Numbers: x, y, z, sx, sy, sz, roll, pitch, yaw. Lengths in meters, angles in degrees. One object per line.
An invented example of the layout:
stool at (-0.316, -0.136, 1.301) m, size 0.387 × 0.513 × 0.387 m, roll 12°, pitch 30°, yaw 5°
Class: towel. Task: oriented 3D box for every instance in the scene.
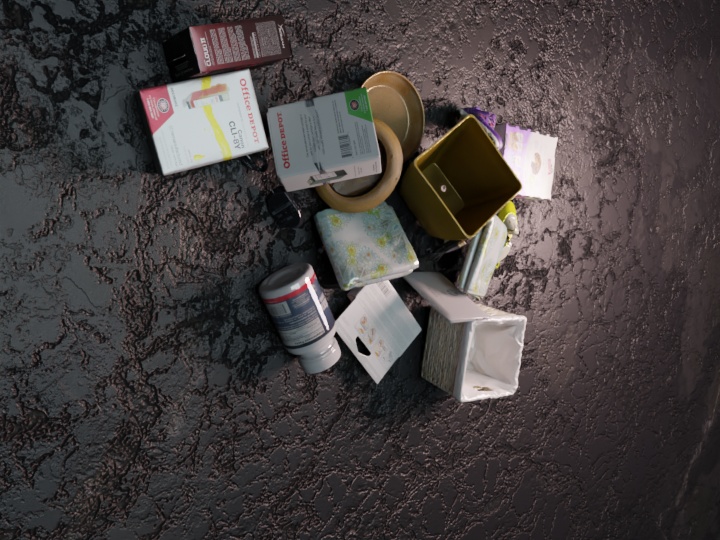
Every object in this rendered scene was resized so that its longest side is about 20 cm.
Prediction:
towel at (0.295, -0.032, 1.481) m, size 0.171 × 0.047 × 0.204 m, roll 20°, pitch 88°, yaw -67°
towel at (0.014, -0.058, 1.310) m, size 0.197 × 0.048 × 0.174 m, roll -13°, pitch 68°, yaw -32°

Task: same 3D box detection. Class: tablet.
tablet at (0.194, 0.057, 1.424) m, size 0.128 × 0.200 × 0.014 m, roll -1°, pitch 122°, yaw -34°

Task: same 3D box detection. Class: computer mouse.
computer mouse at (0.224, -0.088, 1.466) m, size 0.044 × 0.109 × 0.200 m, roll 56°, pitch 30°, yaw -5°
computer mouse at (-0.177, -0.169, 1.232) m, size 0.202 × 0.058 × 0.034 m, roll 57°, pitch 25°, yaw -21°

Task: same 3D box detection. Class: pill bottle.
pill bottle at (-0.115, 0.099, 1.256) m, size 0.119 × 0.119 × 0.203 m, roll -33°, pitch 114°, yaw -26°

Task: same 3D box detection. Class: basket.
basket at (0.271, 0.192, 1.501) m, size 0.195 × 0.160 × 0.205 m, roll 1°, pitch 100°, yaw -35°

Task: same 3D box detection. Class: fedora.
fedora at (-0.009, -0.220, 1.289) m, size 0.196 × 0.082 × 0.205 m, roll 0°, pitch 96°, yaw -2°

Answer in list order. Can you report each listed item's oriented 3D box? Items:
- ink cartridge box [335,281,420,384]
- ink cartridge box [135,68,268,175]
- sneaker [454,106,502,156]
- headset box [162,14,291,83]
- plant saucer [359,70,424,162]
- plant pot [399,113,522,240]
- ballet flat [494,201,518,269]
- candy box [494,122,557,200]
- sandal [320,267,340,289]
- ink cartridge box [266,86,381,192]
ink cartridge box at (0.032, 0.126, 1.407) m, size 0.174 × 0.043 × 0.201 m, roll -47°, pitch 119°, yaw -20°
ink cartridge box at (-0.279, -0.264, 1.102) m, size 0.197 × 0.083 × 0.148 m, roll -19°, pitch 105°, yaw -21°
sneaker at (0.283, -0.336, 1.429) m, size 0.082 × 0.201 × 0.082 m, roll -17°, pitch 130°, yaw -4°
headset box at (-0.245, -0.387, 1.090) m, size 0.198 × 0.148 × 0.077 m, roll -22°, pitch 109°, yaw -31°
plant saucer at (0.057, -0.334, 1.373) m, size 0.197 × 0.035 × 0.205 m, roll -5°, pitch 99°, yaw -33°
plant pot at (0.201, -0.187, 1.386) m, size 0.199 × 0.176 × 0.201 m, roll -40°, pitch 96°, yaw -23°
ballet flat at (0.370, -0.088, 1.599) m, size 0.067 × 0.067 × 0.202 m, roll 38°, pitch 74°, yaw -34°
candy box at (0.413, -0.276, 1.605) m, size 0.197 × 0.071 × 0.172 m, roll 4°, pitch 93°, yaw -34°
sandal at (0.000, 0.000, 1.355) m, size 0.198 × 0.075 × 0.046 m, roll -30°, pitch 127°, yaw -32°
ink cartridge box at (-0.069, -0.249, 1.190) m, size 0.196 × 0.084 × 0.149 m, roll -11°, pitch 78°, yaw 1°
